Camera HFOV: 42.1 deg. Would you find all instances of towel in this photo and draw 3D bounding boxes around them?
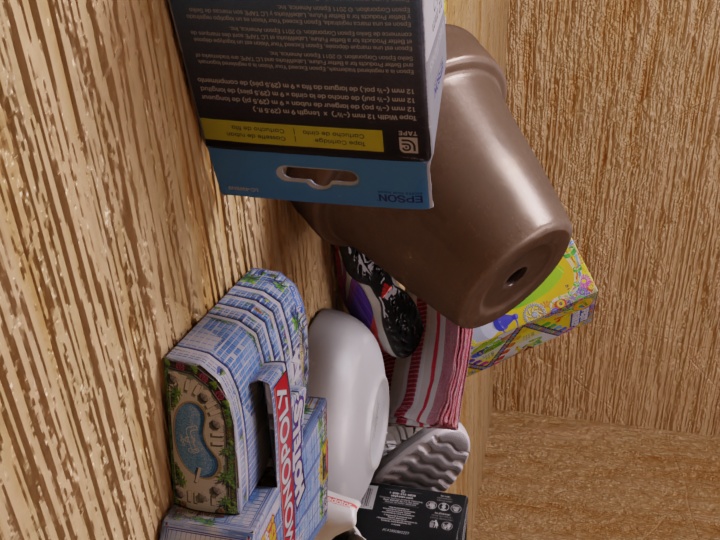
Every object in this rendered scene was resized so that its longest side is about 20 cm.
[{"bbox_3d":[0.052,0.092,0.987,0.199,0.022,0.147,-14,-118,61],"label":"towel"}]

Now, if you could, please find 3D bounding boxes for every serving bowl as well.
[{"bbox_3d":[-0.012,0.140,0.881,0.200,0.064,0.205,5,90,-77],"label":"serving bowl"}]

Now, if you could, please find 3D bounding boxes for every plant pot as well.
[{"bbox_3d":[0.067,-0.057,0.724,0.198,0.175,0.201,-31,154,-17],"label":"plant pot"}]

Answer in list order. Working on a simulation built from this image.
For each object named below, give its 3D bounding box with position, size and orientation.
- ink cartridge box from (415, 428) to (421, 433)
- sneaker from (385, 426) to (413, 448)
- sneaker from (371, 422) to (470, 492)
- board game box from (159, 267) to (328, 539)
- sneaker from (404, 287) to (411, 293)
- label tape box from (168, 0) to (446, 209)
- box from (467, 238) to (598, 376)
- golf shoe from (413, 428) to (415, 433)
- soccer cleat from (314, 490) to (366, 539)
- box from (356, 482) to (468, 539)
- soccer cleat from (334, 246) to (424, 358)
[{"bbox_3d":[0.111,0.141,1.407,0.144,0.083,0.205,-20,116,-77],"label":"ink cartridge box"},{"bbox_3d":[0.028,0.271,1.116,0.081,0.075,0.202,95,9,-51],"label":"sneaker"},{"bbox_3d":[0.038,0.208,1.004,0.200,0.074,0.083,-45,-149,33],"label":"sneaker"},{"bbox_3d":[-0.074,0.129,0.601,0.200,0.060,0.204,-59,151,-66],"label":"board game box"},{"bbox_3d":[0.089,0.009,1.226,0.080,0.069,0.205,82,1,-78],"label":"sneaker"},{"bbox_3d":[-0.026,-0.132,0.526,0.202,0.140,0.067,82,19,-46],"label":"label tape box"},{"bbox_3d":[0.147,-0.007,1.099,0.122,0.190,0.203,61,6,-69],"label":"box"},{"bbox_3d":[0.047,0.117,1.179,0.089,0.076,0.203,-111,-171,-50],"label":"golf shoe"},{"bbox_3d":[-0.030,0.255,0.797,0.069,0.083,0.203,-70,161,-49],"label":"soccer cleat"},{"bbox_3d":[0.029,0.335,0.948,0.125,0.145,0.204,-65,158,-59],"label":"box"},{"bbox_3d":[0.000,0.000,0.918,0.068,0.072,0.202,-45,128,-32],"label":"soccer cleat"}]
